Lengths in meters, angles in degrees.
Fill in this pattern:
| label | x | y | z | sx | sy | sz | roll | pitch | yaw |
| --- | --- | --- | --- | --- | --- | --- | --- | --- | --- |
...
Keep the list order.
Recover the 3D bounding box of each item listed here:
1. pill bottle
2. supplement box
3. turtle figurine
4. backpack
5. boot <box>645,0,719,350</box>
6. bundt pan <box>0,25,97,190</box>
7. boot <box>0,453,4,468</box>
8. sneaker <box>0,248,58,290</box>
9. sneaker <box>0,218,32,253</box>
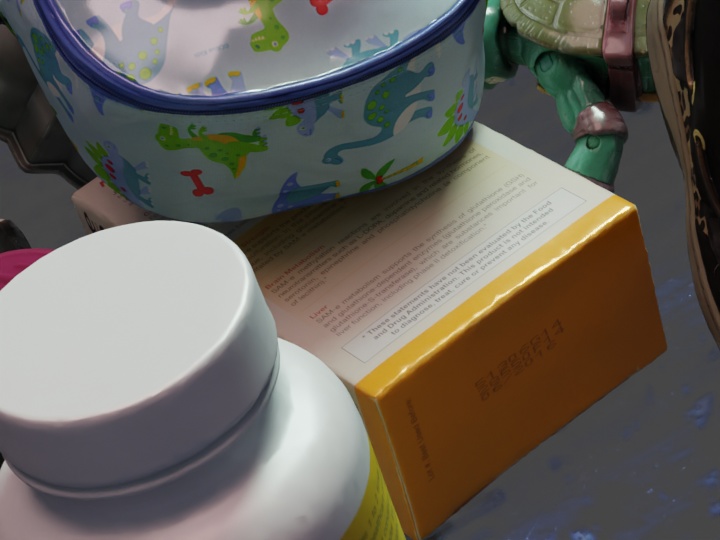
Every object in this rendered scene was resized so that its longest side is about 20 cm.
| label | x | y | z | sx | sy | sz | roll | pitch | yaw |
| --- | --- | --- | --- | --- | --- | --- | --- | --- | --- |
| pill bottle | -0.041 | 0.089 | 0.668 | 0.110 | 0.201 | 0.112 | -12 | 37 | 9 |
| supplement box | 0.000 | 0.000 | 0.869 | 0.126 | 0.074 | 0.200 | -35 | 40 | -21 |
| turtle figurine | 0.105 | -0.073 | 0.902 | 0.199 | 0.101 | 0.150 | 5 | 48 | 17 |
| backpack | -0.047 | -0.129 | 0.830 | 0.182 | 0.147 | 0.201 | -17 | 61 | -12 |
| boot | 0.153 | -0.050 | 0.748 | 0.073 | 0.151 | 0.201 | -8 | 66 | -9 |
| bundt pan | -0.087 | -0.133 | 0.972 | 0.201 | 0.203 | 0.076 | -33 | -1 | -18 |
| boot | -0.224 | 0.095 | 0.705 | 0.157 | 0.080 | 0.211 | 1 | 16 | 28 |
| sneaker | -0.119 | 0.098 | 0.797 | 0.081 | 0.088 | 0.201 | 6 | 66 | 34 |
| sneaker | -0.209 | 0.044 | 0.908 | 0.084 | 0.075 | 0.200 | 13 | 47 | 37 |
